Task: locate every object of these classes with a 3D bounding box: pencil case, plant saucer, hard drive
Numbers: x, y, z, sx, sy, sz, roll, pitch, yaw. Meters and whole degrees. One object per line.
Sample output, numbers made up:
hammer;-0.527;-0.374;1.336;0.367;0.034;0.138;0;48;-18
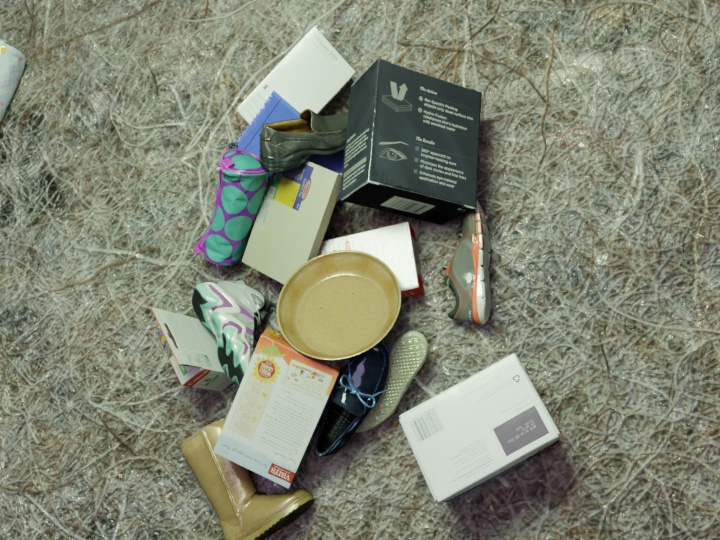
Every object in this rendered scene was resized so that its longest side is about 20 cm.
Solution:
pencil case;-0.217;-0.106;1.297;0.086;0.090;0.203;60;140;42
plant saucer;-0.032;0.059;1.186;0.194;0.036;0.204;-6;52;7
hard drive;-0.111;-0.190;1.321;0.199;0.025;0.133;38;91;-9
pencil case;-0.760;-0.369;1.570;0.081;0.091;0.205;18;80;19

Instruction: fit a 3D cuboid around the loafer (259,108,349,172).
loafer;-0.077;-0.227;1.250;0.197;0.074;0.072;-29;45;-30

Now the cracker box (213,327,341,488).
cracker box;-0.127;0.211;1.178;0.131;0.058;0.204;24;99;0

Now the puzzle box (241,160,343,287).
puzzle box;-0.113;-0.084;1.270;0.131;0.025;0.205;25;98;31

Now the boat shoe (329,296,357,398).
boat shoe;-0.042;0.143;1.223;0.072;0.065;0.205;17;97;1

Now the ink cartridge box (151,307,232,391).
ink cartridge box;-0.278;0.131;1.244;0.050;0.200;0.110;-35;69;9

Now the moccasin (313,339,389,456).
moccasin;-0.011;0.204;1.176;0.079;0.068;0.204;25;103;10

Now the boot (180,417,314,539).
boot;-0.187;0.330;1.241;0.173;0.066;0.203;-32;68;5

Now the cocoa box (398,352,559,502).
cocoa box;0.177;0.235;1.127;0.197;0.131;0.136;-30;69;6

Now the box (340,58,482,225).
box;0.082;-0.200;1.228;0.192;0.117;0.206;11;76;-23

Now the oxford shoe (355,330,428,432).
oxford shoe;0.042;0.177;1.224;0.075;0.058;0.202;37;103;1

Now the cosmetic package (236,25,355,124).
cosmetic package;-0.114;-0.316;1.360;0.113;0.081;0.201;42;91;-9

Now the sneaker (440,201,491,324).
sneaker;0.164;-0.016;1.229;0.080;0.077;0.206;-4;74;21

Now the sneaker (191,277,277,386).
sneaker;-0.182;0.091;1.281;0.137;0.078;0.203;-15;63;-35

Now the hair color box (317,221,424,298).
hair color box;0.000;0.000;1.275;0.194;0.064;0.114;-11;75;11
